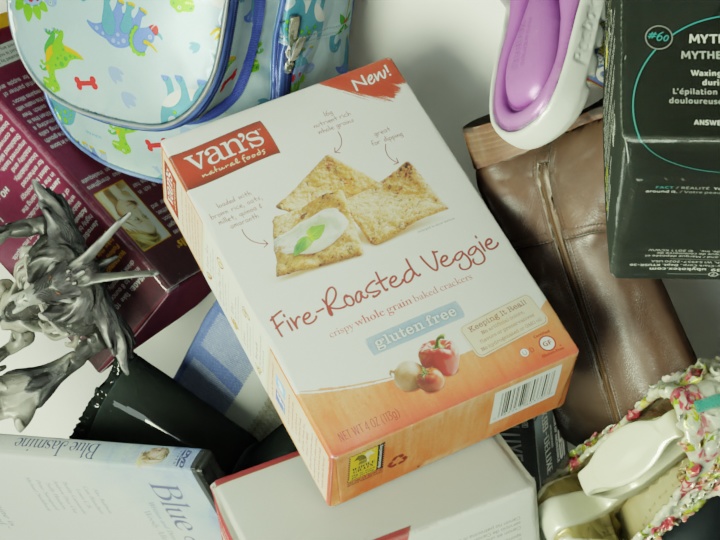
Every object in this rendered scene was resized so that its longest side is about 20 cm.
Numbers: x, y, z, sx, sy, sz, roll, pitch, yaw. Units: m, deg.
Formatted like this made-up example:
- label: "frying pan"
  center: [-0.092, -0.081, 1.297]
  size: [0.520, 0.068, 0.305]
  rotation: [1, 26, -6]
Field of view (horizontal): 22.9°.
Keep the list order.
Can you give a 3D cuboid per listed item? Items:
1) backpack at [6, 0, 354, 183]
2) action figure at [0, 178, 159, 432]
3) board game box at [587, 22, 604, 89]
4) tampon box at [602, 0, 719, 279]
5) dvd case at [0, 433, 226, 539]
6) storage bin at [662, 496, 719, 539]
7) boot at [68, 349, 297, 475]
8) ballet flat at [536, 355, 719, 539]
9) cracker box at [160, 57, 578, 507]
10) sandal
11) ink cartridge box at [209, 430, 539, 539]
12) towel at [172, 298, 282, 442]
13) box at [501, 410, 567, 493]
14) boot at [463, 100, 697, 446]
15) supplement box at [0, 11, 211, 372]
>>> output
- label: "backpack"
  center: [-0.101, -0.147, 0.965]
  size: [0.182, 0.147, 0.201]
  rotation: [18, 120, 25]
- label: "action figure"
  center: [-0.201, 0.030, 0.982]
  size: [0.200, 0.102, 0.119]
  rotation: [-26, 96, 42]
- label: "board game box"
  center: [0.202, -0.129, 0.871]
  size: [0.200, 0.046, 0.152]
  rotation: [33, 120, 13]
- label: "tampon box"
  center: [0.176, -0.111, 0.725]
  size: [0.149, 0.126, 0.201]
  rotation: [2, 67, 6]
- label: "dvd case"
  center: [-0.134, 0.146, 0.983]
  size: [0.199, 0.018, 0.143]
  rotation: [0, 132, 33]
- label: "storage bin"
  center: [0.242, 0.120, 0.869]
  size: [0.134, 0.200, 0.146]
  rotation: [35, 122, -1]
- label: "boot"
  center: [-0.075, 0.097, 0.987]
  size: [0.162, 0.073, 0.199]
  rotation: [33, 129, 14]
- label: "ballet flat"
  center: [0.123, 0.104, 0.865]
  size: [0.200, 0.064, 0.076]
  rotation: [-56, 51, 43]
- label: "cracker box"
  center: [0.000, 0.000, 0.884]
  size: [0.200, 0.133, 0.058]
  rotation: [59, 161, 28]
- label: "sandal"
  center: [0.085, -0.157, 0.851]
  size: [0.082, 0.050, 0.204]
  rotation: [-27, 51, 47]
- label: "ink cartridge box"
  center: [0.014, 0.180, 0.916]
  size: [0.083, 0.146, 0.201]
  rotation: [-126, 23, -48]
- label: "towel"
  center: [-0.017, 0.094, 1.008]
  size: [0.200, 0.024, 0.147]
  rotation: [41, 125, 12]
- label: "box"
  center: [0.042, 0.124, 1.040]
  size: [0.157, 0.050, 0.201]
  rotation: [1, 108, 27]
- label: "boot"
  center: [0.151, 0.006, 0.879]
  size: [0.186, 0.064, 0.201]
  rotation: [-7, 106, 47]
- label: "supplement box"
  center: [-0.171, -0.054, 1.058]
  size: [0.200, 0.110, 0.086]
  rotation: [48, 124, 4]
